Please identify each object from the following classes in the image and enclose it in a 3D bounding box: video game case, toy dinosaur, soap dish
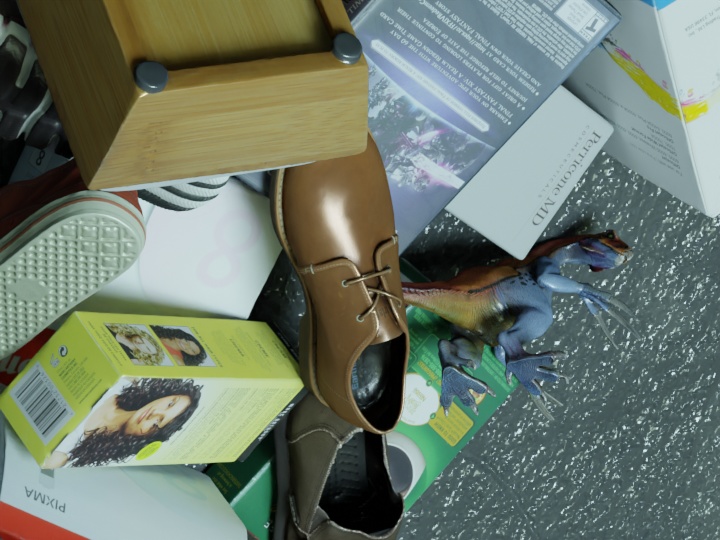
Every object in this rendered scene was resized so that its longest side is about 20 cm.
[{"bbox_3d":[0.033,-0.102,1.291,0.200,0.019,0.143,-46,134,12],"label":"video game case"},{"bbox_3d":[0.103,0.009,1.439,0.105,0.182,0.200,-26,118,28],"label":"toy dinosaur"},{"bbox_3d":[-0.091,-0.143,1.168,0.156,0.201,0.081,-9,156,-31],"label":"soap dish"}]

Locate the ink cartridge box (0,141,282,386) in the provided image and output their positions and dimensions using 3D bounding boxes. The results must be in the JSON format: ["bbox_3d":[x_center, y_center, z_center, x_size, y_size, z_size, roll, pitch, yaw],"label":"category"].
[{"bbox_3d":[-0.144,0.022,1.326,0.162,0.057,0.201,18,100,-41],"label":"ink cartridge box"}]

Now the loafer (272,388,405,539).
[{"bbox_3d":[-0.011,0.151,1.417,0.073,0.071,0.201,-24,127,-21],"label":"loafer"}]

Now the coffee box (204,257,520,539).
[{"bbox_3d":[-0.001,0.102,1.475,0.200,0.044,0.123,-49,132,-2],"label":"coffee box"}]

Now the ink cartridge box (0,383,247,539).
[{"bbox_3d":[-0.125,0.135,1.255,0.159,0.200,0.047,28,95,-28],"label":"ink cartridge box"}]

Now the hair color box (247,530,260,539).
[{"bbox_3d":[-0.081,0.240,1.442,0.101,0.061,0.200,-44,150,-18],"label":"hair color box"}]

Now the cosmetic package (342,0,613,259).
[{"bbox_3d":[0.046,-0.098,1.373,0.200,0.071,0.102,31,96,-43],"label":"cosmetic package"}]

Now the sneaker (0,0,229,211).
[{"bbox_3d":[-0.147,-0.121,1.233,0.199,0.116,0.076,31,142,-16],"label":"sneaker"}]

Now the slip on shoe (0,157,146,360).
[{"bbox_3d":[-0.190,-0.002,1.230,0.199,0.061,0.074,-29,130,28],"label":"slip on shoe"}]

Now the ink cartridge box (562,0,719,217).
[{"bbox_3d":[0.197,-0.168,1.389,0.147,0.145,0.201,-33,130,-16],"label":"ink cartridge box"}]

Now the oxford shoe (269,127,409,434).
[{"bbox_3d":[0.000,0.000,1.287,0.071,0.071,0.201,-22,125,-19],"label":"oxford shoe"}]

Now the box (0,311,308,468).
[{"bbox_3d":[-0.107,0.066,1.297,0.075,0.050,0.200,-47,158,20],"label":"box"}]
